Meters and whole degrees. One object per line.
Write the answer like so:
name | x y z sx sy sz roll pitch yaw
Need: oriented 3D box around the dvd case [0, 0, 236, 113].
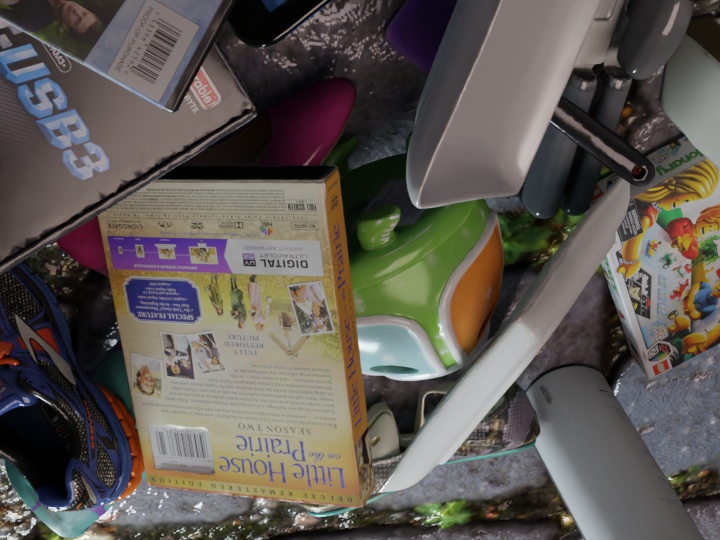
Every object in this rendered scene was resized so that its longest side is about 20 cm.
dvd case | -0.135 -0.179 0.538 0.199 0.018 0.143 28 98 -13

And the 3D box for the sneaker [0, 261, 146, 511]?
sneaker | -0.207 0.062 0.742 0.075 0.078 0.200 -41 88 15

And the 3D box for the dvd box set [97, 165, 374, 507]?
dvd box set | -0.071 0.038 0.714 0.146 0.029 0.201 1 112 22

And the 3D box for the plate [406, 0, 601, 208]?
plate | 0.087 -0.133 0.665 0.200 0.032 0.200 -68 163 14

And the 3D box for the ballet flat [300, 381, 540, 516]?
ballet flat | 0.041 0.129 0.968 0.199 0.072 0.072 -17 132 -8

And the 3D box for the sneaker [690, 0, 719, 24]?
sneaker | 0.218 -0.168 0.718 0.075 0.201 0.070 -17 175 -18

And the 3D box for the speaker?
speaker | 0.196 0.168 0.959 0.081 0.200 0.081 -11 131 -13

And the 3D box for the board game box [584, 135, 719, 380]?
board game box | 0.250 -0.012 0.943 0.126 0.035 0.200 -28 133 1

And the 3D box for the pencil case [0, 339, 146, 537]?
pencil case | -0.151 0.085 0.823 0.200 0.093 0.085 -42 128 16

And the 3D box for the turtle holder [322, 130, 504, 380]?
turtle holder | 0.002 0.005 0.771 0.185 0.141 0.132 -22 118 16

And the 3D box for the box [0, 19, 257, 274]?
box | -0.182 -0.110 0.585 0.198 0.050 0.200 -30 108 4

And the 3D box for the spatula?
spatula | 0.109 -0.110 0.772 0.200 0.021 0.057 31 108 -19

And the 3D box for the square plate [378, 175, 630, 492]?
square plate | 0.104 0.045 0.826 0.028 0.200 0.198 37 132 7

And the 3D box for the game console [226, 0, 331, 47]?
game console | -0.035 -0.241 0.580 0.200 0.119 0.171 -37 132 9

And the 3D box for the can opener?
can opener | 0.154 -0.113 0.805 0.052 0.067 0.201 -4 134 -21

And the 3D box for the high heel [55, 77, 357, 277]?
high heel | -0.098 -0.066 0.741 0.200 0.067 0.096 -42 122 9

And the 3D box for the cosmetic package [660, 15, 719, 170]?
cosmetic package | 0.316 -0.132 0.825 0.199 0.105 0.071 -14 130 -13
